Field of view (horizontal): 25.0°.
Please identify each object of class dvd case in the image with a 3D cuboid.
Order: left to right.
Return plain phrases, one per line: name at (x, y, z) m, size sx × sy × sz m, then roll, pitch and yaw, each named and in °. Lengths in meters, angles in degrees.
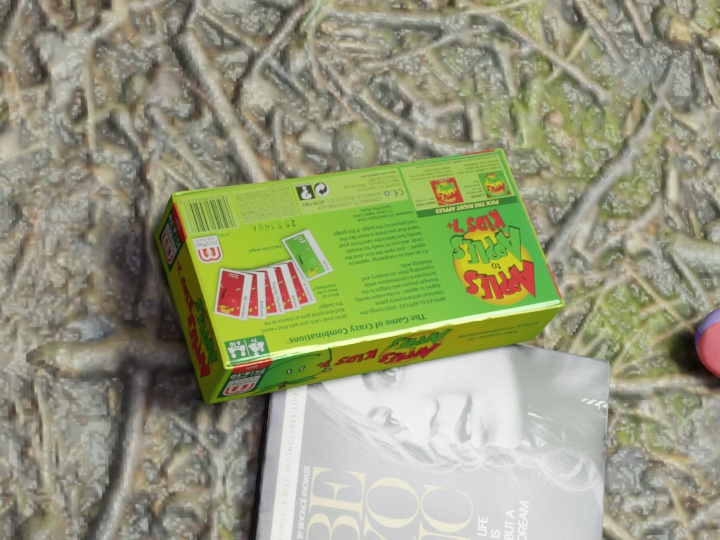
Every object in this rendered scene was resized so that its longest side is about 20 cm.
dvd case at (0.042, 0.104, 0.887) m, size 0.199 × 0.016 × 0.150 m, roll 11°, pitch 70°, yaw -15°

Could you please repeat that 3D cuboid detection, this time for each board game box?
board game box at (0.000, 0.000, 0.875) m, size 0.199 × 0.048 × 0.102 m, roll -9°, pitch 67°, yaw -24°

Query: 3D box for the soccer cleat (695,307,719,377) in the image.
soccer cleat at (0.287, 0.031, 0.980) m, size 0.199 × 0.067 × 0.077 m, roll -2°, pitch 43°, yaw -14°
